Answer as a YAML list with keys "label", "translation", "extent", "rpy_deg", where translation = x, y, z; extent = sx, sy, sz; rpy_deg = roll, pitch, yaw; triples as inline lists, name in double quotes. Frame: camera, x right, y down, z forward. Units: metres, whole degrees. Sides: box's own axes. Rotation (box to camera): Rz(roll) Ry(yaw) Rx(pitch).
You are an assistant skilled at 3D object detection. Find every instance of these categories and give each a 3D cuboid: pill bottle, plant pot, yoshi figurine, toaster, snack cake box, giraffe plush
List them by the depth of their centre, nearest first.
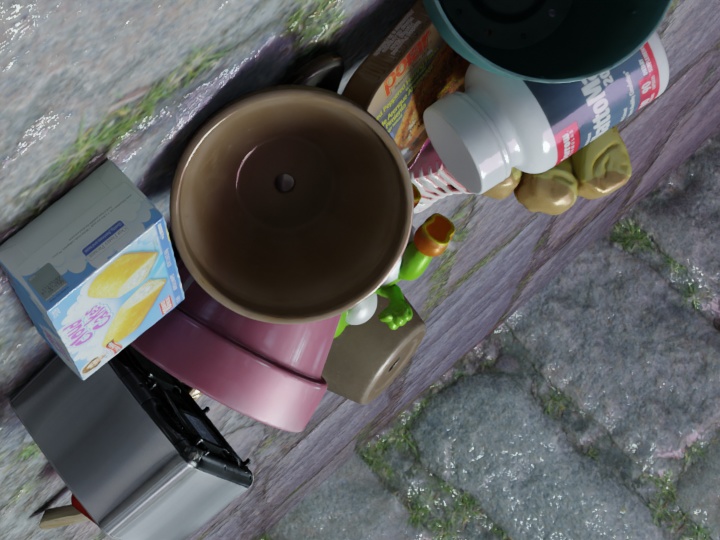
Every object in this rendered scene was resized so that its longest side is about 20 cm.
- label: "snack cake box"
  translation: [-0.212, 0.005, 1.186]
  extent: [0.115, 0.067, 0.200]
  rpy_deg: [-42, 167, -14]
- label: "plant pot"
  translation: [0.134, -0.246, 1.191]
  extent: [0.201, 0.201, 0.161]
  rpy_deg: [-43, -172, -4]
- label: "plant pot"
  translation: [-0.061, -0.064, 1.248]
  extent: [0.201, 0.201, 0.093]
  rpy_deg: [-46, -161, 9]
- label: "pill bottle"
  translation: [0.162, -0.157, 1.321]
  extent: [0.200, 0.120, 0.120]
  rpy_deg: [-34, 166, -11]
- label: "plant pot"
  translation: [-0.097, 0.025, 1.380]
  extent: [0.179, 0.200, 0.200]
  rpy_deg: [-60, 167, 1]
- label: "toaster"
  translation: [-0.211, 0.155, 1.389]
  extent: [0.119, 0.181, 0.200]
  rpy_deg: [-42, 160, 0]
- label: "yoshi figurine"
  translation: [-0.004, 0.009, 1.463]
  extent: [0.112, 0.113, 0.200]
  rpy_deg: [17, 132, -30]
- label: "giraffe plush"
  translation: [0.171, -0.149, 1.467]
  extent: [0.162, 0.172, 0.201]
  rpy_deg: [154, -50, -78]
- label: "plant pot"
  translation: [-0.029, 0.054, 1.632]
  extent: [0.200, 0.175, 0.200]
  rpy_deg: [-48, 168, -13]

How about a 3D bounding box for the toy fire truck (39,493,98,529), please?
- label: "toy fire truck"
  translation: [-0.283, 0.249, 1.683]
  extent: [0.200, 0.129, 0.176]
  rpy_deg: [-57, 171, 14]

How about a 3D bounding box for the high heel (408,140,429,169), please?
- label: "high heel"
  translation: [0.026, -0.122, 1.528]
  extent: [0.200, 0.067, 0.096]
  rpy_deg: [-57, -179, -12]

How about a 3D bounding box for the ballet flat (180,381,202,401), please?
- label: "ballet flat"
  translation: [-0.207, 0.125, 1.541]
  extent: [0.200, 0.071, 0.065]
  rpy_deg: [-46, 141, 0]

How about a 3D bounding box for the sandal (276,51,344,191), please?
- label: "sandal"
  translation: [-0.043, -0.122, 1.325]
  extent: [0.082, 0.055, 0.200]
  rpy_deg: [-37, 161, -30]

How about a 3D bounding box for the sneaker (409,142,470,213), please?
- label: "sneaker"
  translation: [0.081, -0.098, 1.600]
  extent: [0.105, 0.075, 0.200]
  rpy_deg: [-49, -158, 4]

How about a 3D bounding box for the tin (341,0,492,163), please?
- label: "tin"
  translation: [0.048, -0.173, 1.326]
  extent: [0.200, 0.042, 0.112]
  rpy_deg: [-50, 152, -20]
